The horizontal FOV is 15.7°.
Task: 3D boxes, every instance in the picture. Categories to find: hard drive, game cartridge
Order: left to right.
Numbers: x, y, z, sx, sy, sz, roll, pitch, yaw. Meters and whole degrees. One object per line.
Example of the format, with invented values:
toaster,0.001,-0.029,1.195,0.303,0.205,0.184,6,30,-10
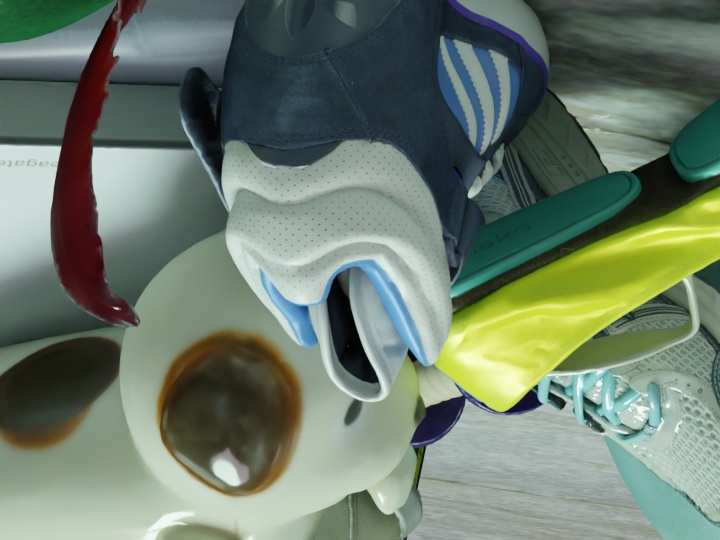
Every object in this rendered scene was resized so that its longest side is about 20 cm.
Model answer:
hard drive,-0.112,-0.002,0.935,0.132,0.027,0.200,0,150,-17
game cartridge,-0.109,-0.041,0.928,0.133,0.041,0.200,-1,151,-7

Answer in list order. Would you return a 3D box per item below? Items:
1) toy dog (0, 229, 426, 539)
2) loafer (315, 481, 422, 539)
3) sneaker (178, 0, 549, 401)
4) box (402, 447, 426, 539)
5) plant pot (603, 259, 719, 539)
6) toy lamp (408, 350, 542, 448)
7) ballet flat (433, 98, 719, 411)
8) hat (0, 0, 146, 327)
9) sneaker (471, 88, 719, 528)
toy dog,-0.062,0.054,0.914,0.194,0.140,0.200,44,133,-12
loafer,-0.065,0.071,1.198,0.200,0.070,0.075,37,158,4
sneaker,0.007,-0.027,0.847,0.080,0.147,0.200,2,169,17
box,-0.062,0.067,1.358,0.200,0.048,0.193,3,-150,7
plant pot,0.166,0.031,1.031,0.134,0.200,0.200,31,172,7
toy lamp,0.035,0.045,1.139,0.058,0.058,0.200,8,169,-12
ballet flat,0.110,-0.014,0.871,0.200,0.067,0.067,-29,-162,11
hat,-0.089,-0.059,0.636,0.165,0.176,0.200,3,169,16
sneaker,0.071,0.023,0.941,0.086,0.200,0.078,-21,150,-36
